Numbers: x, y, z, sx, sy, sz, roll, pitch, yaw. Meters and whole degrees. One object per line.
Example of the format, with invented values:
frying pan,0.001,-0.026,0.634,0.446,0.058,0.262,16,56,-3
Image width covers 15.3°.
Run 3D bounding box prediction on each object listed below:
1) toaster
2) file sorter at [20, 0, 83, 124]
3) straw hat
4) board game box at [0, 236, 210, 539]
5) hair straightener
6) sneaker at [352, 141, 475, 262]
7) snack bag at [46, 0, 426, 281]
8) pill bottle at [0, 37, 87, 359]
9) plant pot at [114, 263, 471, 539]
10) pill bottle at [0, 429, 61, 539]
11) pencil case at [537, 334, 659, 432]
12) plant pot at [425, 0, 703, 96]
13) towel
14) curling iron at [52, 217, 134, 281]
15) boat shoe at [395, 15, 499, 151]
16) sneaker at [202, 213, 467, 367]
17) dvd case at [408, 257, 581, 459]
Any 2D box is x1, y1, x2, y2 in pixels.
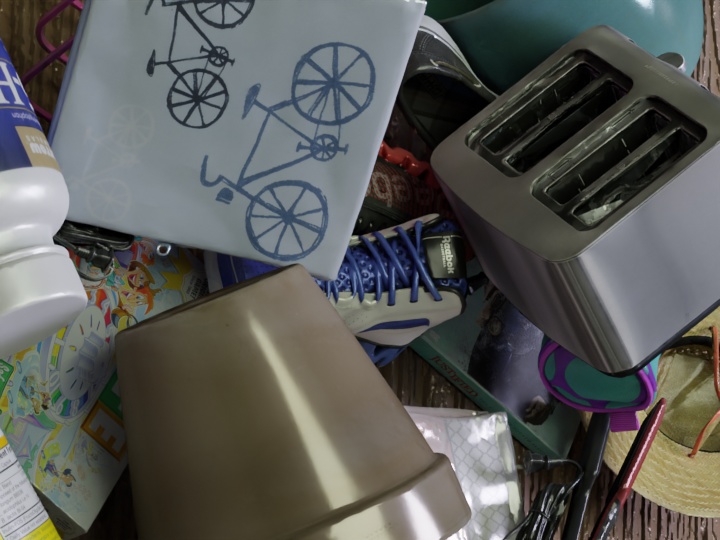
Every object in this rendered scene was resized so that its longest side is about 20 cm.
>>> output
toaster,0.157,-0.043,1.687,0.200,0.181,0.119,-38,127,-8
file sorter,-0.112,-0.175,1.632,0.125,0.139,0.200,34,47,-27
straw hat,0.237,0.092,1.874,0.200,0.085,0.202,3,73,-8
board game box,-0.173,0.042,1.582,0.134,0.034,0.200,44,50,-20
hair straightener,0.133,0.153,1.760,0.077,0.041,0.200,27,64,0
sneaker,-0.003,-0.047,1.742,0.200,0.071,0.098,37,60,-29
snack bag,-0.080,-0.093,1.537,0.199,0.189,0.021,11,25,-15
pill bottle,-0.231,-0.054,1.492,0.119,0.120,0.200,-14,73,-43
plant pot,-0.057,0.096,1.537,0.200,0.200,0.174,-24,95,-44
pill bottle,-0.222,0.145,1.452,0.104,0.104,0.200,-32,94,-43
pencil case,0.182,0.003,1.790,0.093,0.085,0.200,60,40,-37
plant pot,0.142,-0.184,1.843,0.161,0.200,0.201,49,48,-28
towel,0.039,0.183,1.713,0.191,0.032,0.201,2,71,-40
curling iron,-0.105,-0.031,1.617,0.200,0.026,0.050,-14,59,-41
boat shoe,0.078,-0.089,1.768,0.200,0.070,0.066,49,18,-39
sneaker,0.001,0.000,1.672,0.199,0.115,0.081,12,58,-51
dvd case,0.117,0.014,1.854,0.146,0.022,0.200,41,50,-21
